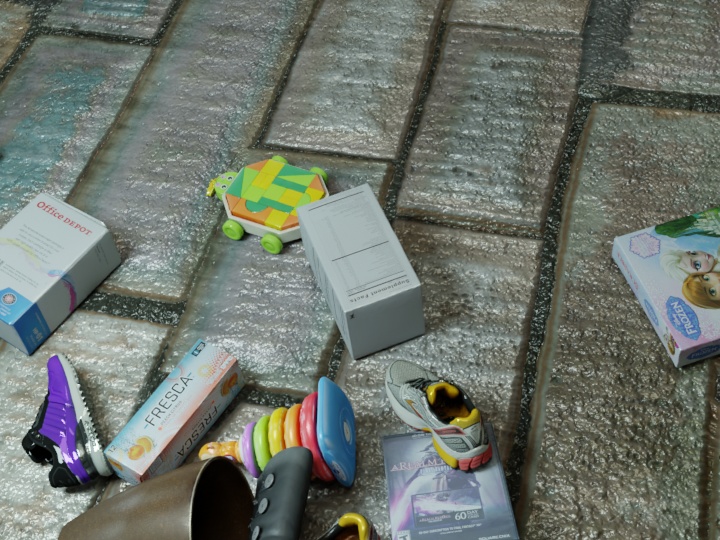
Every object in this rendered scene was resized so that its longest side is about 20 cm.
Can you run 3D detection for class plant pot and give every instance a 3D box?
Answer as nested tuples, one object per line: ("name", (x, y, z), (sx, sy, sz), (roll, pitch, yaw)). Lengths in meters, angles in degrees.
("plant pot", (-0.238, 0.321, 1.263), (0.199, 0.187, 0.188), (-12, 50, 17))

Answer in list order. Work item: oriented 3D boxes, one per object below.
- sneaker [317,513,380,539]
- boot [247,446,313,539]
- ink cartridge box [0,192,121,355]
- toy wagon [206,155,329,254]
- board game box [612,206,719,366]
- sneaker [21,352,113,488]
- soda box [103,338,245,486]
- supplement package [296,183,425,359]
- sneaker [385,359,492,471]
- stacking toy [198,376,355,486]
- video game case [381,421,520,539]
("sneaker", (-0.054, 0.354, 1.244), (0.078, 0.082, 0.200), (25, 60, 25))
("boot", (-0.074, 0.280, 1.223), (0.165, 0.066, 0.201), (-36, 23, 33))
("ink cartridge box", (-0.465, 0.001, 1.586), (0.144, 0.085, 0.200), (27, 61, 25))
("toy wagon", (-0.147, -0.109, 1.660), (0.199, 0.040, 0.156), (19, 56, 21))
("board game box", (0.469, 0.012, 1.473), (0.198, 0.041, 0.201), (-17, 52, -6))
("sneaker", (-0.395, 0.196, 1.432), (0.099, 0.070, 0.201), (-24, 52, -9))
("soda box", (-0.236, 0.188, 1.421), (0.068, 0.064, 0.200), (24, 58, 24))
("supplement package", (0.000, 0.000, 1.509), (0.113, 0.110, 0.201), (-19, 52, -8))
("sneaker", (0.097, 0.160, 1.373), (0.077, 0.083, 0.200), (-24, 35, -23))
("stacking toy", (-0.109, 0.217, 1.370), (0.199, 0.116, 0.110), (-12, 47, 13))
("video game case", (0.103, 0.260, 1.313), (0.142, 0.019, 0.201), (-8, 35, 1))
